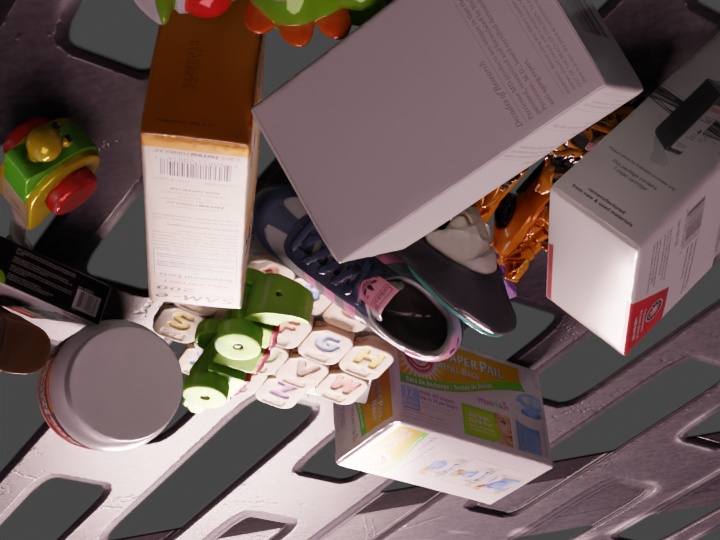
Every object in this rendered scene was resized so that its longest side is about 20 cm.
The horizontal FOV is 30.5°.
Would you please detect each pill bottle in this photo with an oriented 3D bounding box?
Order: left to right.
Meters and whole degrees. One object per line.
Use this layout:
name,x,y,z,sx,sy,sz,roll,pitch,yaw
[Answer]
pill bottle,-0.214,0.099,1.125,0.109,0.111,0.200,6,172,-17

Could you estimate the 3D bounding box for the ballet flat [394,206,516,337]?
ballet flat,0.051,-0.034,1.008,0.073,0.200,0.073,-46,168,-13

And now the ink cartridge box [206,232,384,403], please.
ink cartridge box,-0.055,0.036,1.155,0.161,0.050,0.201,9,145,-2

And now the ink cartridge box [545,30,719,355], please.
ink cartridge box,0.233,-0.058,0.978,0.200,0.084,0.145,-41,151,-20

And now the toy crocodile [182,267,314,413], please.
toy crocodile,-0.099,0.061,1.075,0.061,0.068,0.200,20,140,-16

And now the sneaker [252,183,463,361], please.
sneaker,0.000,0.000,1.024,0.199,0.082,0.070,33,95,-6

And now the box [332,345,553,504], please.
box,0.079,0.143,1.301,0.199,0.113,0.101,19,139,-32

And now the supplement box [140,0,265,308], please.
supplement box,-0.108,-0.079,0.924,0.073,0.127,0.201,6,148,-4

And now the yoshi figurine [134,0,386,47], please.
yoshi figurine,-0.077,-0.208,0.813,0.198,0.113,0.113,12,108,-4

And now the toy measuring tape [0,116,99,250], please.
toy measuring tape,-0.236,-0.066,1.004,0.073,0.074,0.200,3,161,-14

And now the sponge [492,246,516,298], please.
sponge,0.029,0.019,1.187,0.199,0.030,0.112,-21,141,21

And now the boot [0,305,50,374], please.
boot,-0.362,0.029,1.062,0.199,0.077,0.155,20,173,-43

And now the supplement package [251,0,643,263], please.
supplement package,0.055,-0.107,0.826,0.199,0.118,0.117,-33,173,22

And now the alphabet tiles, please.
alphabet tiles,-0.075,0.060,1.137,0.199,0.015,0.196,23,139,-18

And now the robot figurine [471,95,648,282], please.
robot figurine,0.141,-0.077,1.035,0.144,0.059,0.200,13,136,-27

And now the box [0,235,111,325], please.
box,-0.308,-0.009,1.041,0.109,0.035,0.199,3,160,46
